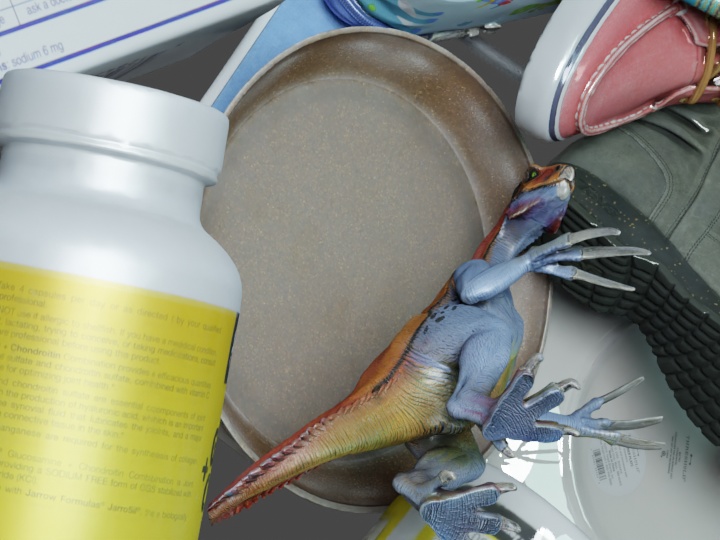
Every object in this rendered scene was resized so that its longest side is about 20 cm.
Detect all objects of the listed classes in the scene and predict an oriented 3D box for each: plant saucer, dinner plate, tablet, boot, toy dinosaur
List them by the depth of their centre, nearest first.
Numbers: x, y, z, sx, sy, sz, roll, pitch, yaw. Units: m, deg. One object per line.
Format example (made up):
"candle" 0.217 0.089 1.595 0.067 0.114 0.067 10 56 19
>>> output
"toy dinosaur" 0.040 0.016 0.797 0.198 0.182 0.106 8 118 -13
"plant saucer" 0.000 0.000 0.878 0.199 0.032 0.202 2 88 -40
"tablet" -0.027 -0.024 0.900 0.130 0.014 0.201 40 64 -19
"boot" 0.172 -0.006 0.906 0.130 0.068 0.200 -38 76 -30
"dinner plate" 0.145 0.086 0.977 0.199 0.024 0.202 5 79 -28

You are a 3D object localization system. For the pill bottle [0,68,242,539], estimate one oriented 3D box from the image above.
"pill bottle" -0.102 0.038 0.718 0.111 0.112 0.202 13 85 -28

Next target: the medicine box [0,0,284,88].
"medicine box" -0.150 -0.161 0.798 0.181 0.103 0.201 -24 94 -30

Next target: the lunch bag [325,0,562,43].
"lunch bag" 0.043 -0.207 0.923 0.160 0.082 0.201 -16 86 -32

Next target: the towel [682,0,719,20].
"towel" 0.186 -0.143 0.889 0.199 0.022 0.147 28 51 2

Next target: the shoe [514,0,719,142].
"shoe" 0.153 -0.101 0.897 0.091 0.072 0.200 30 46 23

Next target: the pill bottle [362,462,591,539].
"pill bottle" 0.013 0.180 0.823 0.114 0.114 0.200 45 76 -16
